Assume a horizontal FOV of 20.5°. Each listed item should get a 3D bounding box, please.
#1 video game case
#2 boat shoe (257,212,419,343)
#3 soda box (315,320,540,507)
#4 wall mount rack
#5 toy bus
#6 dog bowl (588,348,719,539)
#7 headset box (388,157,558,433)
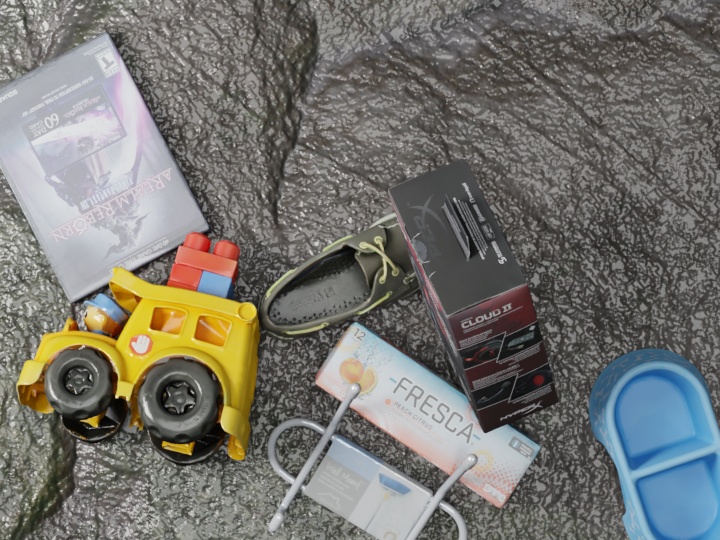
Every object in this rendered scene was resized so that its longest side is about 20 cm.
[{"bbox_3d":[-0.242,-0.092,1.775,0.142,0.019,0.201,-28,88,-1],"label":"video game case"},{"bbox_3d":[0.001,0.003,1.754,0.201,0.060,0.072,-27,89,-1],"label":"boat shoe"},{"bbox_3d":[0.058,0.125,1.750,0.200,0.064,0.069,34,89,-1],"label":"soda box"},{"bbox_3d":[0.013,0.184,1.724,0.199,0.075,0.174,31,113,0],"label":"wall mount rack"},{"bbox_3d":[-0.179,0.058,1.725,0.199,0.136,0.193,12,76,2],"label":"toy bus"},{"bbox_3d":[0.275,0.168,1.758,0.111,0.050,0.201,-18,90,-1],"label":"dog bowl"},{"bbox_3d":[0.094,0.017,1.662,0.075,0.200,0.149,-23,51,-1],"label":"headset box"}]
